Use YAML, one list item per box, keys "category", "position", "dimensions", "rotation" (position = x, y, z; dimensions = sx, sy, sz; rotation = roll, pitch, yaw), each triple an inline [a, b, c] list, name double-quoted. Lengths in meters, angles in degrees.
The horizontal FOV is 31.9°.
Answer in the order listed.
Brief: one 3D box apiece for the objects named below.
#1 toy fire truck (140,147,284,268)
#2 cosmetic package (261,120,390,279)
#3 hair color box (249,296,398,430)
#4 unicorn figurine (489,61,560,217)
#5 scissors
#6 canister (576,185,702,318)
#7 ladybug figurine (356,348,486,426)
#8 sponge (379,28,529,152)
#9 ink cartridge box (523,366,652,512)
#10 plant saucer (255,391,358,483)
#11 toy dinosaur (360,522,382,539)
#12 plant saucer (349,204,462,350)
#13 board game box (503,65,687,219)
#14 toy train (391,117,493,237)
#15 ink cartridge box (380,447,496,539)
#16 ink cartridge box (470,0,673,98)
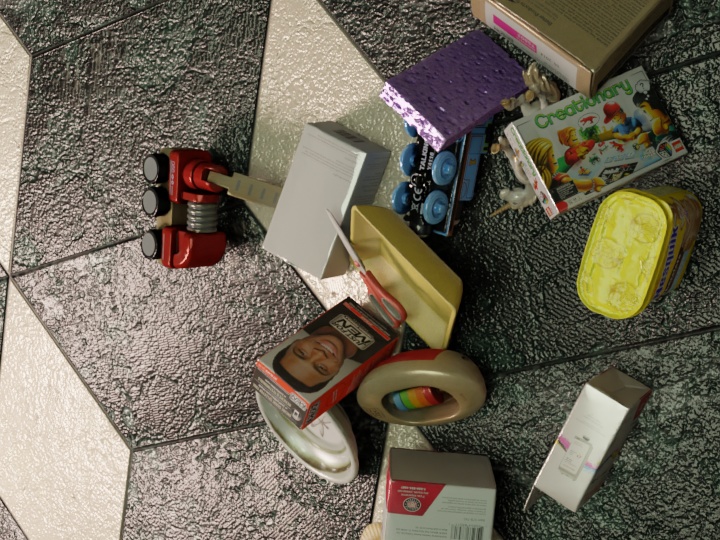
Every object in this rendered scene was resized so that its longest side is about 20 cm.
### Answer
- category: "toy fire truck"
  position: [-0.217, -0.087, 1.864]
  dimensions: [0.200, 0.128, 0.177]
  rotation: [14, 103, 46]
- category: "cosmetic package"
  position: [-0.049, -0.100, 1.800]
  dimensions: [0.113, 0.081, 0.201]
  rotation: [30, 110, 22]
- category: "hair color box"
  position: [-0.048, 0.126, 1.756]
  dimensions: [0.101, 0.200, 0.061]
  rotation: [38, 135, 18]
- category: "unicorn figurine"
  position: [0.217, -0.157, 1.637]
  dimensions: [0.074, 0.137, 0.201]
  rotation: [33, 96, 32]
- category: "scissors"
  position: [0.000, 0.000, 1.773]
  dimensions: [0.200, 0.014, 0.073]
  rotation: [52, 161, -7]
- category: "canister"
  position: [0.344, -0.029, 1.530]
  dimensions: [0.086, 0.200, 0.149]
  rotation: [21, 106, 24]
- category: "ladybug figurine"
  position: [0.084, 0.158, 1.748]
  dimensions: [0.199, 0.136, 0.072]
  rotation: [-12, 47, 31]
- category: "sponge"
  position: [0.128, -0.236, 1.628]
  dimensions: [0.112, 0.200, 0.030]
  rotation: [44, 141, 14]
- category: "ink cartridge box"
  position: [0.294, 0.234, 1.639]
  dimensions: [0.067, 0.116, 0.201]
  rotation: [32, 111, 21]
- category: "plant saucer"
  position: [-0.067, 0.219, 1.837]
  dimensions: [0.200, 0.050, 0.201]
  rotation: [33, 146, 25]
- category: "toy dinosaur"
  position: [0.022, 0.426, 1.854]
  dimensions: [0.200, 0.058, 0.101]
  rotation: [-31, 67, 20]
- category: "plant saucer"
  position: [0.069, 0.006, 1.717]
  dimensions: [0.048, 0.200, 0.200]
  rotation: [-39, 74, -16]
- category: "board game box"
  position: [0.293, -0.160, 1.564]
  dimensions: [0.127, 0.199, 0.035]
  rotation: [63, 163, 7]
- category: "toy train"
  position: [0.111, -0.143, 1.688]
  dimensions: [0.086, 0.114, 0.201]
  rotation: [19, 106, 41]
- category: "ink cartridge box"
  position: [0.101, 0.363, 1.718]
  dimensions: [0.145, 0.145, 0.201]
  rotation: [5, 99, 0]
- category: "ink cartridge box"
  position: [0.262, -0.337, 1.565]
  dimensions: [0.200, 0.075, 0.165]
  rotation: [40, 79, 18]
